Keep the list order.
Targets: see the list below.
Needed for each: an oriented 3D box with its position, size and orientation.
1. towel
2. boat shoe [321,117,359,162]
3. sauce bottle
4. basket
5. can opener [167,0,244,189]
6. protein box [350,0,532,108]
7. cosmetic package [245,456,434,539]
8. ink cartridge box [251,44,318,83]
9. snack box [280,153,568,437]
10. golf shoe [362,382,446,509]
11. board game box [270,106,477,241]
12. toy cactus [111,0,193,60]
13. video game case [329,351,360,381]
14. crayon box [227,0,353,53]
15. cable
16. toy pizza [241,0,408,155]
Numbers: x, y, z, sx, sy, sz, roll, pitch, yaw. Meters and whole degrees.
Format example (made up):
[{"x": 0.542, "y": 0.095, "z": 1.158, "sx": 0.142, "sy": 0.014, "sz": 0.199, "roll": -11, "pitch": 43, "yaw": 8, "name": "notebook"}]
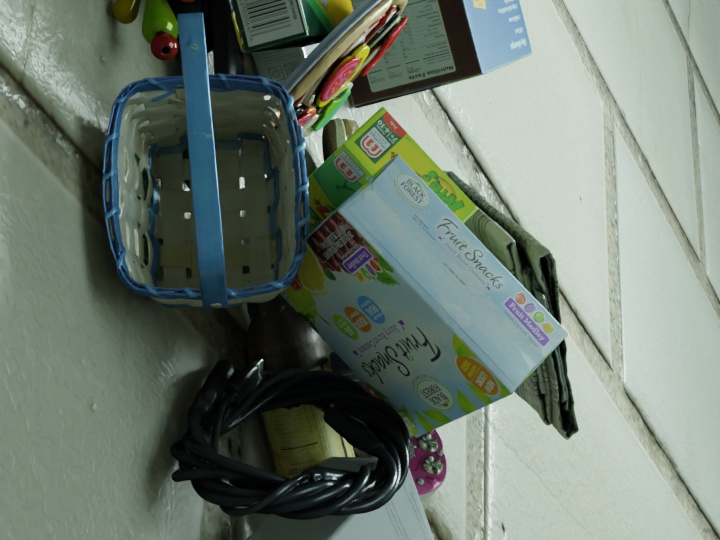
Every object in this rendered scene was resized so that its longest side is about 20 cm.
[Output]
[{"x": 0.122, "y": 0.030, "z": 1.573, "sx": 0.200, "sy": 0.035, "sz": 0.193, "roll": -137, "pitch": -149, "yaw": -57, "name": "towel"}, {"x": 0.019, "y": -0.043, "z": 1.596, "sx": 0.072, "sy": 0.076, "sz": 0.200, "roll": -116, "pitch": -168, "yaw": -74, "name": "boat shoe"}, {"x": -0.052, "y": 0.083, "z": 1.392, "sx": 0.065, "sy": 0.065, "sz": 0.200, "roll": -31, "pitch": 109, "yaw": -67, "name": "sauce bottle"}, {"x": -0.104, "y": -0.055, "z": 1.208, "sx": 0.200, "sy": 0.139, "sz": 0.177, "roll": 108, "pitch": -21, "yaw": -70, "name": "basket"}, {"x": -0.112, "y": -0.157, "z": 1.369, "sx": 0.079, "sy": 0.063, "sz": 0.200, "roll": 27, "pitch": 54, "yaw": -63, "name": "can opener"}, {"x": 0.060, "y": -0.282, "z": 1.755, "sx": 0.199, "sy": 0.135, "sz": 0.200, "roll": -34, "pitch": 110, "yaw": -67, "name": "protein box"}, {"x": -0.030, "y": 0.231, "z": 1.288, "sx": 0.200, "sy": 0.081, "sz": 0.113, "roll": -38, "pitch": 117, "yaw": -47, "name": "cosmetic package"}, {"x": -0.076, "y": -0.263, "z": 1.530, "sx": 0.200, "sy": 0.050, "sz": 0.109, "roll": 70, "pitch": 24, "yaw": -17, "name": "ink cartridge box"}, {"x": 0.034, "y": 0.024, "z": 1.261, "sx": 0.169, "sy": 0.200, "sz": 0.068, "roll": 47, "pitch": 70, "yaw": -3, "name": "snack box"}, {"x": 0.033, "y": 0.142, "z": 1.589, "sx": 0.200, "sy": 0.075, "sz": 0.092, "roll": -87, "pitch": -174, "yaw": -49, "name": "golf shoe"}, {"x": 0.000, "y": -0.039, "z": 1.363, "sx": 0.102, "sy": 0.200, "sz": 0.048, "roll": 46, "pitch": 62, "yaw": -3, "name": "board game box"}, {"x": -0.166, "y": -0.257, "z": 1.285, "sx": 0.165, "sy": 0.102, "sz": 0.200, "roll": -96, "pitch": 165, "yaw": -70, "name": "toy cactus"}, {"x": 0.051, "y": 0.066, "z": 1.465, "sx": 0.200, "sy": 0.143, "sz": 0.019, "roll": 70, "pitch": 9, "yaw": -83, "name": "video game case"}, {"x": -0.068, "y": -0.273, "z": 1.387, "sx": 0.173, "sy": 0.058, "sz": 0.200, "roll": -34, "pitch": 110, "yaw": -74, "name": "crayon box"}, {"x": -0.047, "y": 0.128, "z": 1.267, "sx": 0.200, "sy": 0.163, "sz": 0.051, "roll": -69, "pitch": 178, "yaw": -67, "name": "cable"}, {"x": -0.026, "y": -0.148, "z": 1.419, "sx": 0.032, "sy": 0.200, "sz": 0.200, "roll": 44, "pitch": 26, "yaw": 1, "name": "toy pizza"}]
